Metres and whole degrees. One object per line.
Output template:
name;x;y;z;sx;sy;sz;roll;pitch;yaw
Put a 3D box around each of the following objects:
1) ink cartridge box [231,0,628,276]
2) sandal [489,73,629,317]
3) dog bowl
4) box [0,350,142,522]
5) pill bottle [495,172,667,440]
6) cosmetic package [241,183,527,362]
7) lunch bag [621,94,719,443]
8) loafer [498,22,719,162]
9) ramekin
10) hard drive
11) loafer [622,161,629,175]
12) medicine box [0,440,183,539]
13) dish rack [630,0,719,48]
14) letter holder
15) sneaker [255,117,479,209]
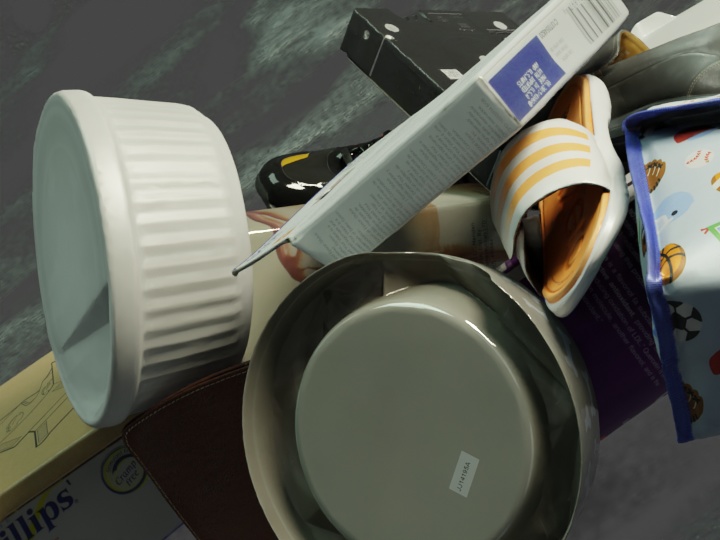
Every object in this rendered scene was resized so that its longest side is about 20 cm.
ink cartridge box;0.042;-0.071;1.349;0.200;0.041;0.200;-37;5;33
sandal;0.097;-0.049;1.289;0.207;0.059;0.080;-89;24;-60
dog bowl;0.036;0.084;1.277;0.199;0.201;0.059;-26;-5;30
box;-0.202;0.094;1.610;0.199;0.021;0.164;-35;23;5
pill bottle;0.150;0.014;1.341;0.199;0.113;0.113;-35;19;6
cosmetic package;0.000;0.000;1.538;0.198;0.088;0.103;-9;10;-21
lunch bag;0.219;-0.029;1.202;0.169;0.125;0.201;-8;34;9
loafer;0.158;-0.104;1.415;0.199;0.073;0.073;-5;-6;34
ramekin;-0.132;-0.010;1.469;0.093;0.204;0.202;-6;10;-19
hard drive;0.095;-0.107;1.581;0.200;0.139;0.038;44;125;38
loafer;0.213;-0.060;1.488;0.199;0.071;0.073;-32;-11;1
medicine box;-0.218;0.153;1.694;0.182;0.103;0.200;-39;19;-6
dish rack;0.224;-0.150;1.527;0.171;0.044;0.200;-29;9;22
letter holder;-0.025;0.087;1.437;0.199;0.142;0.101;-23;24;37
sneaker;0.028;-0.077;1.623;0.070;0.198;0.091;-114;33;-48
